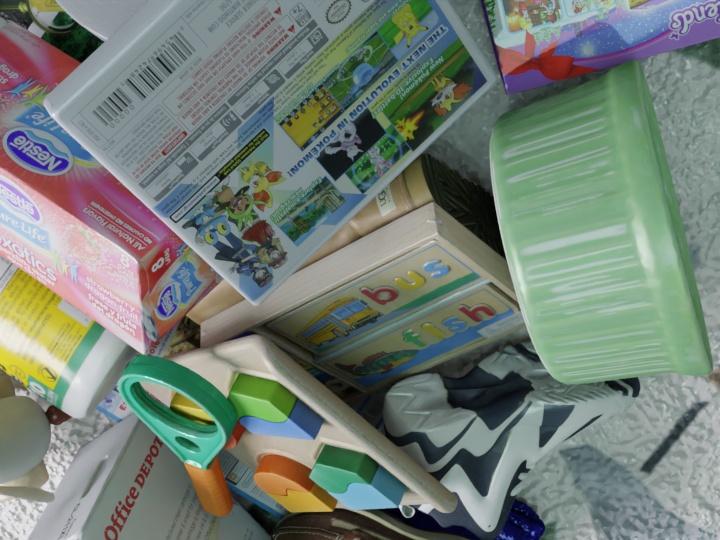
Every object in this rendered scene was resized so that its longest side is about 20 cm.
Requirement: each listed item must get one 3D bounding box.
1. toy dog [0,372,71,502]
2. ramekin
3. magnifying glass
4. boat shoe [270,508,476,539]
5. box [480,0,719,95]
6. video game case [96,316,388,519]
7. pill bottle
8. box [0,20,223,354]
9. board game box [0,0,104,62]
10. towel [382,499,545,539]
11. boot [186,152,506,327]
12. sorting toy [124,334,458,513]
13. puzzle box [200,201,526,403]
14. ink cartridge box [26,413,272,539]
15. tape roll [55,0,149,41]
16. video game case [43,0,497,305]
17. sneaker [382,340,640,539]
[{"bbox_3d":[-0.254,0.127,0.817,0.096,0.200,0.132,-23,115,-1],"label":"toy dog"},{"bbox_3d":[0.153,-0.024,0.724,0.097,0.200,0.201,-14,111,18],"label":"ramekin"},{"bbox_3d":[-0.115,0.120,0.783,0.079,0.022,0.200,17,149,16],"label":"magnifying glass"},{"bbox_3d":[0.007,0.220,0.839,0.201,0.075,0.075,0,108,34],"label":"boat shoe"},{"bbox_3d":[0.172,-0.206,0.727,0.199,0.039,0.138,-14,110,9],"label":"box"},{"bbox_3d":[-0.092,0.100,0.885,0.199,0.018,0.143,33,111,-10],"label":"video game case"},{"bbox_3d":[-0.247,0.006,0.800,0.200,0.113,0.113,34,111,-2],"label":"pill bottle"},{"bbox_3d":[-0.179,-0.055,0.713,0.199,0.103,0.095,33,145,17],"label":"box"},{"bbox_3d":[-0.170,-0.236,0.749,0.105,0.023,0.200,37,110,-13],"label":"board game box"},{"bbox_3d":[0.042,0.251,0.920,0.147,0.050,0.201,26,112,-7],"label":"towel"},{"bbox_3d":[0.000,0.000,0.800,0.199,0.066,0.175,-26,142,26],"label":"boot"},{"bbox_3d":[-0.055,0.117,0.780,0.185,0.037,0.200,42,151,-24],"label":"sorting toy"},{"bbox_3d":[0.007,0.033,0.768,0.199,0.026,0.133,-27,139,29],"label":"puzzle box"},{"bbox_3d":[-0.147,0.228,0.862,0.083,0.146,0.200,-30,111,26],"label":"ink cartridge box"},{"bbox_3d":[-0.091,-0.214,0.658,0.199,0.066,0.202,-1,85,12],"label":"tape roll"},{"bbox_3d":[-0.038,-0.099,0.620,0.200,0.022,0.182,-43,132,0],"label":"video game case"},{"bbox_3d":[0.108,0.132,0.840,0.198,0.080,0.130,-14,128,-24],"label":"sneaker"}]
